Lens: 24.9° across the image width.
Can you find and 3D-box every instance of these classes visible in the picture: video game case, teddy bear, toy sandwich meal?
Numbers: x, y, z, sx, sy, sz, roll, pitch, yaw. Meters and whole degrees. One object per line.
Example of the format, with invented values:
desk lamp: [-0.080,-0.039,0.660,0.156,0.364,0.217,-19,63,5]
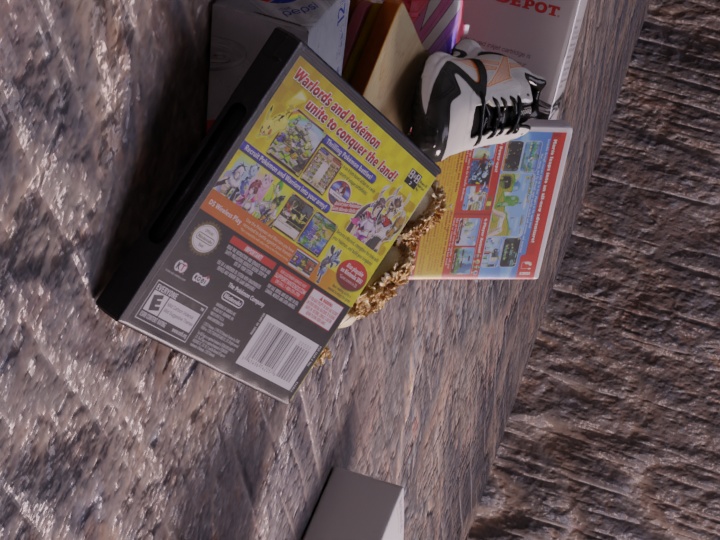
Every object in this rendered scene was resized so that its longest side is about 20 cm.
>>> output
video game case: [-0.046,-0.023,0.961,0.182,0.025,0.200,-56,149,-1]
teddy bear: [0.000,0.000,1.138,0.200,0.066,0.146,-42,-156,47]
video game case: [0.068,-0.058,1.334,0.017,0.198,0.144,-122,-143,-56]
toy sandwich meal: [-0.007,-0.137,1.127,0.205,0.070,0.207,17,90,-78]

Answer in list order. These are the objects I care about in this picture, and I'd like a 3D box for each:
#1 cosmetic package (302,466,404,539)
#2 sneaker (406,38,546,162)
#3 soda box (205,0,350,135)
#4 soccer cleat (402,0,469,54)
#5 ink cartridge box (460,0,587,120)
cosmetic package: [-0.023,0.312,1.619,0.113,0.080,0.201,87,23,-52]
sneaker: [0.088,-0.126,1.220,0.200,0.079,0.074,-48,154,-61]
soda box: [-0.055,-0.081,1.000,0.068,0.063,0.202,-56,159,-50]
soccer cleat: [0.045,-0.189,1.329,0.067,0.076,0.202,-153,-118,-66]
ink cartridge box: [0.102,-0.162,1.407,0.084,0.145,0.202,-30,136,-74]
